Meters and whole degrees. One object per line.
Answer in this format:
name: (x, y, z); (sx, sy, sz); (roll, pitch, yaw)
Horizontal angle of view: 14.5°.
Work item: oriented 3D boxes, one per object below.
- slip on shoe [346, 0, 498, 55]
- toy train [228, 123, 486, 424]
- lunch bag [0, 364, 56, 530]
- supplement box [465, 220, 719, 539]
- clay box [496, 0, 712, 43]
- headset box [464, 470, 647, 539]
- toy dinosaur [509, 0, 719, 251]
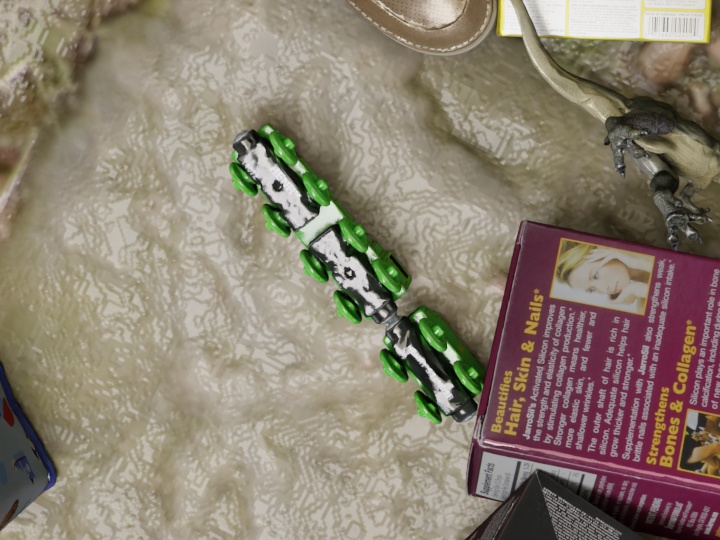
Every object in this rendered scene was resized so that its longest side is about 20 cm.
slip on shoe: (-0.002, -0.196, 1.509); (0.076, 0.061, 0.200); (-35, 95, 11)
toy train: (0.000, 0.000, 1.547); (0.042, 0.056, 0.200); (-37, 95, 16)
lunch bag: (-0.285, 0.134, 1.544); (0.200, 0.170, 0.124); (-26, 92, 8)
supplement box: (0.166, 0.067, 1.494); (0.199, 0.103, 0.131); (12, 69, 4)
clay box: (0.132, -0.223, 1.497); (0.115, 0.048, 0.201); (3, 100, 6)
headset box: (0.109, 0.203, 1.516); (0.148, 0.200, 0.075); (33, 63, -2)
toy dinosaur: (0.152, -0.067, 1.482); (0.200, 0.088, 0.047); (31, 121, -21)
